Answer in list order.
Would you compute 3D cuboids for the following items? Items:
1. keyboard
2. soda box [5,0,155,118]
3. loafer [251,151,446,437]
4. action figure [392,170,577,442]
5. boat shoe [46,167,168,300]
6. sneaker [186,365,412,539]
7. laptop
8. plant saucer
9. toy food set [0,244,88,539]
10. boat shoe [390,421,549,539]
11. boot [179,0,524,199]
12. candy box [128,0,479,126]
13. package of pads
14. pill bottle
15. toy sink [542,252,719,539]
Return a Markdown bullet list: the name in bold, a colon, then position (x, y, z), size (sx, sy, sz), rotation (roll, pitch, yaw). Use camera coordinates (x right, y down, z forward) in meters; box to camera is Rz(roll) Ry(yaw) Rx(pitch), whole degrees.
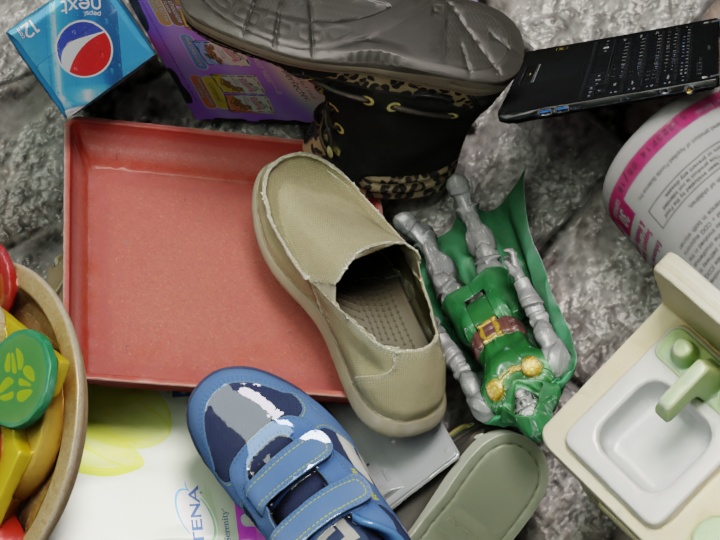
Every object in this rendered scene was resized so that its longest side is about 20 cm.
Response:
- **keyboard**: position (-0.001, 0.060, 1.159), size (0.056, 0.011, 0.201), rotation (-34, 45, 4)
- **soda box**: position (-0.173, -0.144, 1.226), size (0.068, 0.200, 0.064), rotation (-35, 99, -1)
- **loafer**: position (0.000, 0.000, 1.113), size (0.075, 0.069, 0.201), rotation (-14, 56, -28)
- **action figure**: position (0.075, 0.027, 1.129), size (0.118, 0.055, 0.201), rotation (-37, 42, 12)
- **boat shoe**: position (-0.172, 0.012, 1.234), size (0.065, 0.072, 0.201), rotation (21, 81, 22)
- **sneaker**: position (-0.020, 0.130, 1.040), size (0.074, 0.082, 0.200), rotation (-41, 81, -1)
- **laptop**: position (0.177, -0.169, 1.132), size (0.198, 0.177, 0.104), rotation (-8, 106, 14)
- **plant saucer**: position (-0.081, 0.000, 1.157), size (0.198, 0.037, 0.201), rotation (5, 50, -14)
- **toy food set**: position (-0.224, 0.084, 1.075), size (0.199, 0.048, 0.199), rotation (30, 98, 44)
- **boat shoe**: position (0.026, 0.170, 1.113), size (0.201, 0.061, 0.072), rotation (-46, 108, -4)
- **boot**: position (-0.014, -0.112, 1.146), size (0.198, 0.151, 0.074), rotation (9, 62, -6)
- **candy box**: position (-0.031, -0.165, 1.206), size (0.198, 0.168, 0.072), rotation (3, 62, 17)
- **package of pads**: position (-0.129, 0.120, 1.139), size (0.198, 0.068, 0.156), rotation (-3, 66, -12)
- **pill bottle**: position (0.236, -0.002, 1.092), size (0.113, 0.113, 0.200), rotation (-36, 63, 0)
- **toy sink**: position (0.181, 0.102, 1.016), size (0.112, 0.200, 0.130), rotation (-44, 64, -5)
